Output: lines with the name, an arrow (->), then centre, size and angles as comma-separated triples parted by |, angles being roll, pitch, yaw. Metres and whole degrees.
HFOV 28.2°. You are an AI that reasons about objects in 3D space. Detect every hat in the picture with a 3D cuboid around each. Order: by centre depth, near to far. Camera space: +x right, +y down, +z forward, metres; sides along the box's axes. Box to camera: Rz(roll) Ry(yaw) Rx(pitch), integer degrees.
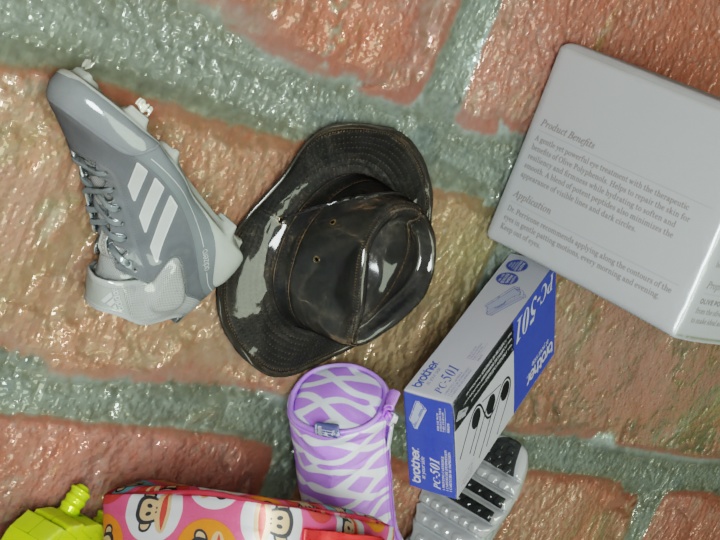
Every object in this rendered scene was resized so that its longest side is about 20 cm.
hat -> 0.000, 0.000, 1.014 | 0.200, 0.081, 0.202 | -24, 129, -33

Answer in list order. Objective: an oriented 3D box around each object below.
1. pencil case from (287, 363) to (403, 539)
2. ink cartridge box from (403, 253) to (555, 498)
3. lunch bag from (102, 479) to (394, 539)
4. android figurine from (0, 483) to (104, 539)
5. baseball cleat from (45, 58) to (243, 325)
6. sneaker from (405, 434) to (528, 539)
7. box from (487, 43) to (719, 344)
pencil case -> -0.005, 0.162, 1.098 | 0.084, 0.085, 0.201 | -80, 168, -49
ink cartridge box -> 0.098, 0.079, 1.131 | 0.200, 0.044, 0.094 | -47, 142, -47
lunch bag -> -0.062, 0.190, 0.976 | 0.200, 0.175, 0.082 | 27, 65, -58
android figurine -> -0.225, 0.237, 0.942 | 0.201, 0.041, 0.182 | -61, 153, -19
baseball cleat -> -0.142, -0.032, 0.868 | 0.107, 0.070, 0.200 | -50, 137, -10
sneaker -> 0.081, 0.232, 1.247 | 0.201, 0.075, 0.081 | -56, 152, 1
box -> 0.253, -0.056, 1.136 | 0.199, 0.199, 0.172 | 7, 108, -47
